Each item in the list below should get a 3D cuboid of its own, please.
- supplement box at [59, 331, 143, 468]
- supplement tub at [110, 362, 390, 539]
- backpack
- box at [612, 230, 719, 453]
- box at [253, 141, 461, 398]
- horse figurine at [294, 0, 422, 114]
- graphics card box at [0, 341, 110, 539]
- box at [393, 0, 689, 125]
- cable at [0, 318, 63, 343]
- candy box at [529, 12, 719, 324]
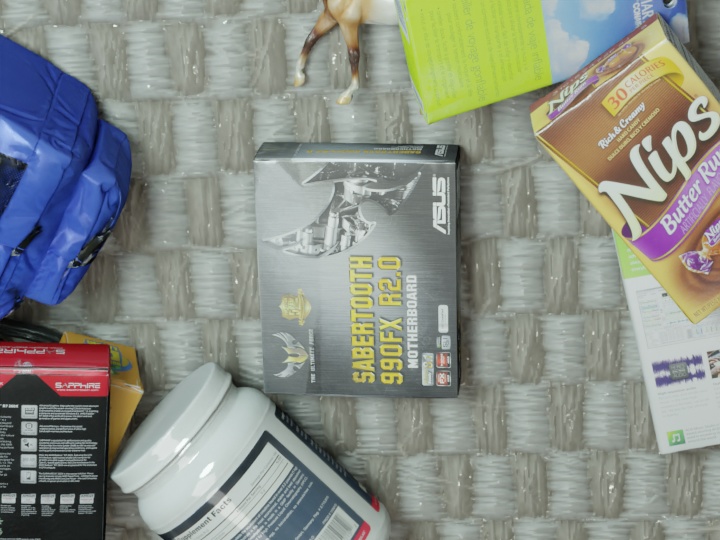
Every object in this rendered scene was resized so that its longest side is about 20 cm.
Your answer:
[{"bbox_3d":[-0.243,0.151,1.561,0.066,0.069,0.200,17,119,-20],"label":"supplement box"},{"bbox_3d":[-0.087,0.185,1.527,0.200,0.140,0.140,44,110,-11],"label":"supplement tub"},{"bbox_3d":[-0.279,-0.044,1.445,0.168,0.163,0.200,32,111,-10],"label":"backpack"},{"bbox_3d":[0.284,0.037,1.472,0.144,0.036,0.201,-11,112,10],"label":"box"},{"bbox_3d":[0.000,0.000,1.491,0.158,0.048,0.201,1,112,6],"label":"box"},{"bbox_3d":[0.028,-0.183,1.413,0.199,0.050,0.133,9,118,4],"label":"horse figurine"},{"bbox_3d":[-0.260,0.150,1.492,0.125,0.051,0.201,1,118,-8],"label":"graphics card box"},{"bbox_3d":[0.127,-0.186,1.337,0.199,0.048,0.122,-18,135,-3],"label":"box"},{"bbox_3d":[-0.327,0.038,1.560,0.199,0.050,0.098,8,106,-10],"label":"cable"},{"bbox_3d":[0.226,-0.071,1.365,0.117,0.057,0.200,-36,111,17],"label":"candy box"}]
